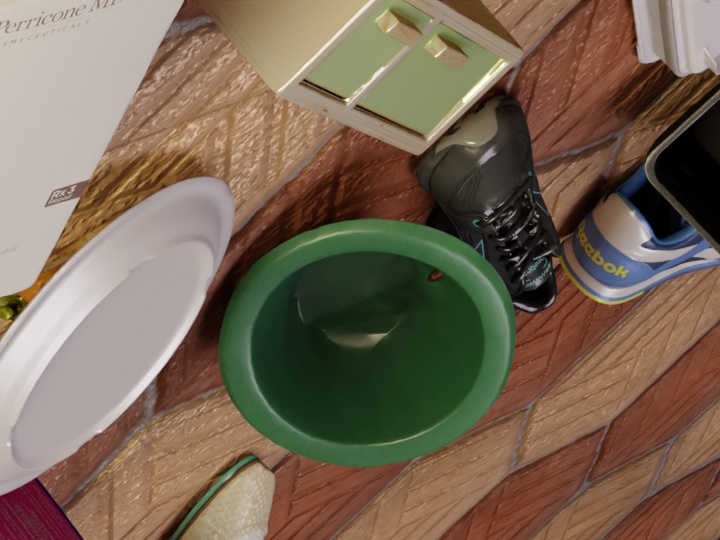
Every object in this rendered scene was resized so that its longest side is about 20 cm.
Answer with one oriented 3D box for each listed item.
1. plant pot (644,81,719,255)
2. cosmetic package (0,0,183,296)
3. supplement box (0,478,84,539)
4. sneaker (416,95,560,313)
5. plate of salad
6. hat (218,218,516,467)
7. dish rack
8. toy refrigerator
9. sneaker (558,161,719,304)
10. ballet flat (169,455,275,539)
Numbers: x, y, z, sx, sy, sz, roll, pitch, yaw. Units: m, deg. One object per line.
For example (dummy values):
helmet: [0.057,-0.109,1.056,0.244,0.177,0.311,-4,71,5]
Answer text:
plant pot: [0.307,-0.077,1.882,0.200,0.200,0.177,-43,-171,8]
cosmetic package: [-0.151,-0.068,1.111,0.113,0.081,0.200,-23,156,-41]
supplement box: [-0.215,0.166,1.525,0.101,0.103,0.200,-42,161,9]
sneaker: [0.085,-0.036,1.706,0.075,0.079,0.200,-38,162,-7]
plate of salad: [-0.137,0.028,1.443,0.200,0.048,0.200,-46,163,-18]
hat: [0.000,0.000,1.699,0.165,0.176,0.201,1,129,-4]
dish rack: [0.233,-0.187,1.710,0.171,0.044,0.200,-39,162,-4]
toy refrigerator: [0.005,-0.110,1.363,0.076,0.070,0.200,-43,162,10]
sneaker: [0.223,-0.044,1.995,0.200,0.074,0.082,-29,157,-38]
ballet flat: [-0.104,0.203,1.922,0.200,0.062,0.067,-50,161,27]
